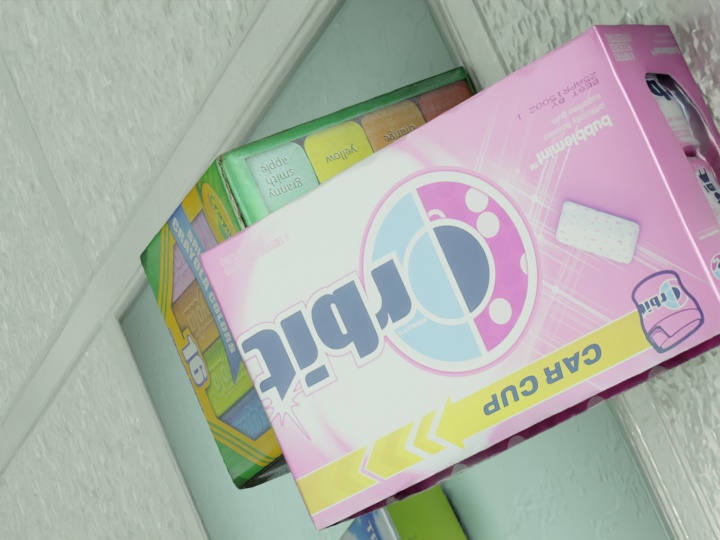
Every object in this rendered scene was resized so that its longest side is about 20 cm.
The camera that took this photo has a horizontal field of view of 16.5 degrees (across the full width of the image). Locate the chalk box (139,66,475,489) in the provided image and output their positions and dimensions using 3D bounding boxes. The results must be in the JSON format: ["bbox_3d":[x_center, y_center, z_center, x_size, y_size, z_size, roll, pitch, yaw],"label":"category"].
[{"bbox_3d":[0.000,0.000,1.068,0.124,0.124,0.200,66,157,8],"label":"chalk box"}]

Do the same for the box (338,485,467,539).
[{"bbox_3d":[0.026,0.189,1.265,0.122,0.047,0.200,63,157,16],"label":"box"}]

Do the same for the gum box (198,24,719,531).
[{"bbox_3d":[0.051,0.001,0.903,0.199,0.066,0.114,-29,80,30],"label":"gum box"}]
